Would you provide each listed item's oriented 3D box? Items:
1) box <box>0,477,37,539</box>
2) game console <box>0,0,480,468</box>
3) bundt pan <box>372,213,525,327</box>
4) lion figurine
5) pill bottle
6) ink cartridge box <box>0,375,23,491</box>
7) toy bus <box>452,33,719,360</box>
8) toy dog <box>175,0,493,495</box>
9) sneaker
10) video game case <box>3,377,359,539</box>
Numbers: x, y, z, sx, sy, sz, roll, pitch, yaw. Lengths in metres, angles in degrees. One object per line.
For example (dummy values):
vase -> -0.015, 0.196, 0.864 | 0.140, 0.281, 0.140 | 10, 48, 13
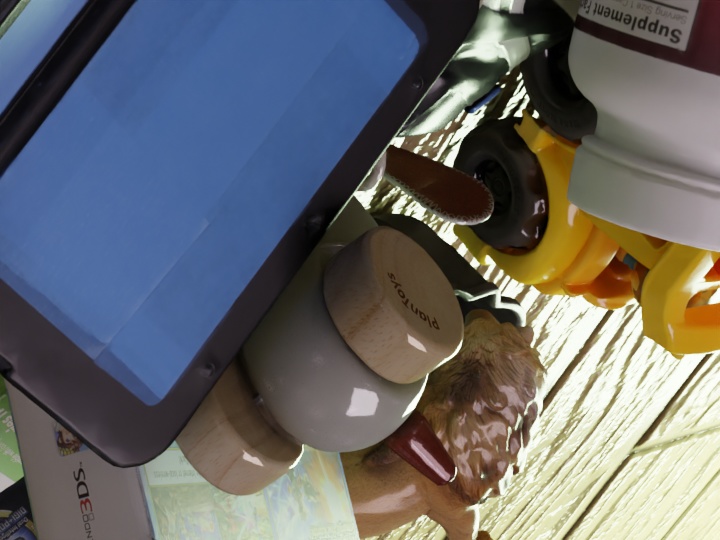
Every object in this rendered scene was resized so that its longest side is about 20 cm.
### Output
box -> -0.152, 0.118, 0.936 | 0.200, 0.044, 0.160 | -38, -178, -39
game console -> -0.045, -0.058, 0.658 | 0.201, 0.116, 0.176 | -55, -178, -12
bundt pan -> -0.024, 0.048, 1.081 | 0.201, 0.076, 0.202 | -27, 152, -15
lion figurine -> -0.005, 0.096, 1.022 | 0.199, 0.073, 0.123 | -26, 146, -8
pill bottle -> 0.144, -0.113, 0.878 | 0.113, 0.113, 0.202 | 0, 107, -50
ink cartridge box -> -0.210, 0.057, 0.829 | 0.199, 0.117, 0.067 | -35, 156, -1
toy bus -> 0.156, -0.031, 1.033 | 0.135, 0.193, 0.201 | -16, 150, -36
toy dog -> 0.000, 0.000, 0.810 | 0.131, 0.201, 0.096 | -17, 133, 39
sneaker -> 0.019, -0.103, 0.879 | 0.112, 0.073, 0.200 | -41, 155, 10
video game case -> -0.069, 0.026, 0.832 | 0.045, 0.183, 0.200 | -17, 171, 17
